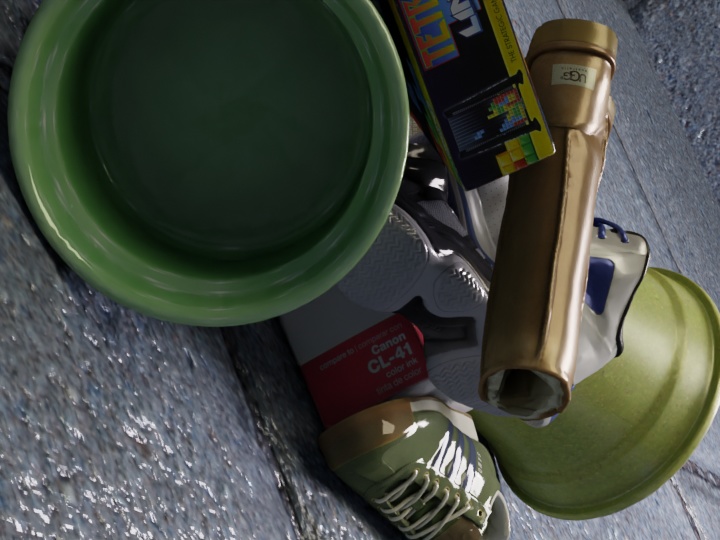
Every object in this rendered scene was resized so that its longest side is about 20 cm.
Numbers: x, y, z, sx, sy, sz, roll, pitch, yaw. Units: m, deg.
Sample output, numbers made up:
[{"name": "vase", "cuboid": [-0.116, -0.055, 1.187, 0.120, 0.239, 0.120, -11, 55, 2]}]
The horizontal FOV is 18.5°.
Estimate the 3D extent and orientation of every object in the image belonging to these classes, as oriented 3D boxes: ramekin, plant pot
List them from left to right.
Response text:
[{"name": "ramekin", "cuboid": [-0.071, -0.079, 1.123, 0.201, 0.199, 0.098, 60, 8, -6]}, {"name": "plant pot", "cuboid": [0.122, 0.044, 1.539, 0.184, 0.200, 0.201, 38, 28, -38]}]

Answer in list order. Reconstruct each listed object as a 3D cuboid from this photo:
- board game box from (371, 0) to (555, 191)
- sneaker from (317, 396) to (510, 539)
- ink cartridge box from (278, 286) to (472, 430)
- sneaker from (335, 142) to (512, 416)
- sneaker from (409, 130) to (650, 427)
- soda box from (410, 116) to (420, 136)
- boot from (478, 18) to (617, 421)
[{"name": "board game box", "cuboid": [0.024, -0.163, 1.145, 0.165, 0.056, 0.201, -122, -171, -63]}, {"name": "sneaker", "cuboid": [0.044, 0.132, 1.345, 0.090, 0.067, 0.200, 64, 15, 16]}, {"name": "ink cartridge box", "cuboid": [0.000, 0.000, 1.398, 0.147, 0.085, 0.201, 14, 52, -67]}, {"name": "sneaker", "cuboid": [0.050, -0.005, 1.291, 0.200, 0.075, 0.114, 41, 29, -34]}, {"name": "sneaker", "cuboid": [0.110, -0.016, 1.376, 0.201, 0.115, 0.080, 66, -22, -9]}, {"name": "soda box", "cuboid": [0.063, -0.069, 1.573, 0.201, 0.063, 0.068, 86, 5, -51]}, {"name": "boot", "cuboid": [0.098, -0.015, 1.217, 0.175, 0.066, 0.202, 77, 21, -70]}]
